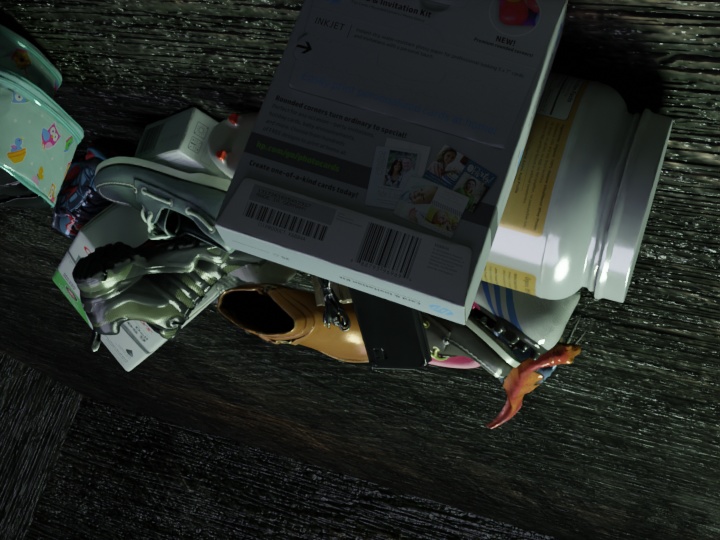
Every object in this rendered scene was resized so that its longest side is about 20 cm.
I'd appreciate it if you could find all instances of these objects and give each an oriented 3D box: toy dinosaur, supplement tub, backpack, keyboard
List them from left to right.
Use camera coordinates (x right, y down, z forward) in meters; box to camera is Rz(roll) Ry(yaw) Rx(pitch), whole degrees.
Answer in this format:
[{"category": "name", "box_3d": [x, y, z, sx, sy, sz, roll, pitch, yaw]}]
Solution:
[{"category": "backpack", "box_3d": [-0.353, -0.144, 1.021, 0.198, 0.155, 0.176, 25, 168, 19]}, {"category": "keyboard", "box_3d": [0.000, 0.000, 1.067, 0.126, 0.021, 0.203, -2, 109, 41]}, {"category": "supplement tub", "box_3d": [0.095, -0.065, 0.750, 0.197, 0.147, 0.145, 16, 163, 14]}, {"category": "toy dinosaur", "box_3d": [0.189, 0.108, 1.198, 0.103, 0.204, 0.182, 3, -167, 5]}]

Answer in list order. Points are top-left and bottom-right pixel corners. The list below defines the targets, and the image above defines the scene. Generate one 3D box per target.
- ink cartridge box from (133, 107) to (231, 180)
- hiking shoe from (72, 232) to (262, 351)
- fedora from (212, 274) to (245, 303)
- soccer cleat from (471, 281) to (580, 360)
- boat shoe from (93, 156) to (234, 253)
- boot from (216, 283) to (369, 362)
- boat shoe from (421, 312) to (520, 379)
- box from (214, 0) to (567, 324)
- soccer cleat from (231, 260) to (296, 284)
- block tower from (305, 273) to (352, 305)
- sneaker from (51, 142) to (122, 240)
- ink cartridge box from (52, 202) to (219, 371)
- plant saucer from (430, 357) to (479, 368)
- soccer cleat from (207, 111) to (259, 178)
[{"category": "ink cartridge box", "box_3d": [-0.117, -0.084, 1.114, 0.199, 0.051, 0.108, 30, 161, -31]}, {"category": "hiking shoe", "box_3d": [-0.184, 0.013, 1.114, 0.197, 0.102, 0.076, -15, -153, -23]}, {"category": "fedora", "box_3d": [-0.200, -0.018, 1.342, 0.198, 0.093, 0.201, 19, 164, 6]}, {"category": "soccer cleat", "box_3d": [0.148, 0.018, 1.103, 0.070, 0.087, 0.200, 36, -178, -29]}, {"category": "boat shoe", "box_3d": [-0.185, -0.061, 1.067, 0.197, 0.063, 0.073, 12, 163, 30]}, {"category": "boot", "box_3d": [-0.048, 0.050, 1.189, 0.197, 0.078, 0.155, 16, 178, 11]}, {"category": "boat shoe", "box_3d": [0.077, 0.056, 1.157, 0.201, 0.061, 0.072, 38, -179, 31]}, {"category": "box", "box_3d": [0.021, -0.088, 0.666, 0.154, 0.203, 0.041, 17, 165, 11]}, {"category": "soccer cleat", "box_3d": [-0.140, -0.036, 1.219, 0.199, 0.070, 0.077, 35, 179, -34]}, {"category": "block tower", "box_3d": [0.026, -0.006, 1.100, 0.053, 0.059, 0.199, -7, 176, -40]}, {"category": "sneaker", "box_3d": [-0.298, -0.077, 1.269, 0.079, 0.097, 0.199, 26, 163, -22]}, {"category": "ink cartridge box", "box_3d": [-0.252, 0.015, 1.231, 0.147, 0.084, 0.200, 51, 153, -3]}, {"category": "plant saucer", "box_3d": [0.058, 0.064, 1.352, 0.197, 0.052, 0.201, 17, 166, 4]}, {"category": "soccer cleat", "box_3d": [-0.042, -0.091, 0.978, 0.197, 0.070, 0.078, 11, 164, 22]}]
